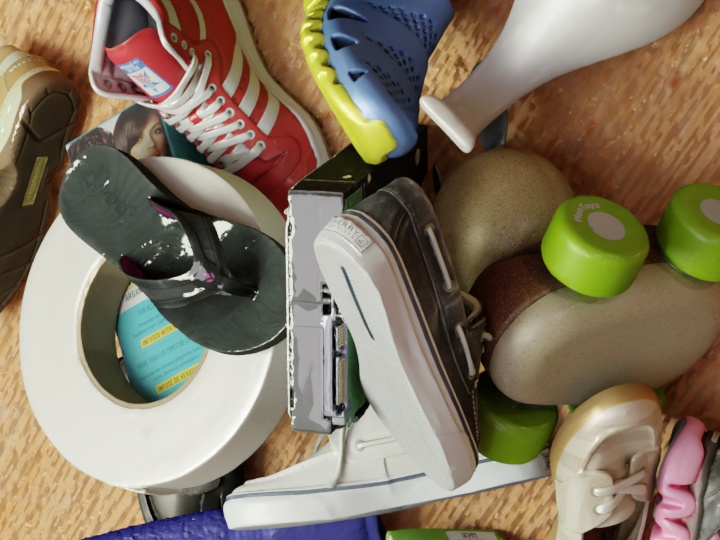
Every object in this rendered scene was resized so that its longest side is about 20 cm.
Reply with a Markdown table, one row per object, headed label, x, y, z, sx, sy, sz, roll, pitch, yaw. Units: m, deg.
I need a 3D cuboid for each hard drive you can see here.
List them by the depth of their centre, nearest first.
| label | x | y | z | sx | sy | sz | roll | pitch | yaw |
| --- | --- | --- | --- | --- | --- | --- | --- | --- | --- |
| hard drive | 0.000 | 0.000 | 1.347 | 0.038 | 0.200 | 0.140 | 3 | 106 | 14 |

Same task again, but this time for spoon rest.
| label | x | y | z | sx | sy | sz | roll | pitch | yaw |
| --- | --- | --- | --- | --- | --- | --- | --- | --- | --- |
| spoon rest | 0.113 | -0.143 | 1.292 | 0.200 | 0.061 | 0.099 | -43 | 88 | -8 |

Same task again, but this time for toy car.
| label | x | y | z | sx | sy | sz | roll | pitch | yaw |
| --- | --- | --- | --- | --- | --- | --- | --- | --- | --- |
| toy car | 0.104 | -0.020 | 1.343 | 0.200 | 0.157 | 0.165 | 57 | 139 | 34 |

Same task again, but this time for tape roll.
| label | x | y | z | sx | sy | sz | roll | pitch | yaw |
| --- | --- | --- | --- | --- | --- | --- | --- | --- | --- |
| tape roll | -0.121 | 0.033 | 1.405 | 0.202 | 0.037 | 0.204 | -5 | 80 | 33 |

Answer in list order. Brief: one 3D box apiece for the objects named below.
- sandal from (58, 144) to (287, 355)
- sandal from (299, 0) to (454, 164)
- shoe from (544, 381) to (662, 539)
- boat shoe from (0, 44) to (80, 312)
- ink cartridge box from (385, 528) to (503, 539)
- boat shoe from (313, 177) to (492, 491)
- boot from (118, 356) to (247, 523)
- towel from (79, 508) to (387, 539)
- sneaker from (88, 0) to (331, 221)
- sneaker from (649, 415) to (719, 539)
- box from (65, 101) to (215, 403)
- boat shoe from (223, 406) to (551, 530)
| label | x | y | z | sx | sy | sz | roll | pitch | yaw |
| --- | --- | --- | --- | --- | --- | --- | --- | --- | --- |
| sandal | -0.115 | -0.011 | 1.356 | 0.200 | 0.048 | 0.076 | 31 | 99 | 34 |
| sandal | 0.014 | -0.139 | 1.332 | 0.087 | 0.200 | 0.080 | -21 | 129 | 12 |
| shoe | 0.145 | 0.135 | 1.341 | 0.053 | 0.070 | 0.200 | 59 | 159 | 32 |
| boat shoe | -0.250 | -0.057 | 1.564 | 0.076 | 0.072 | 0.201 | 38 | 112 | 33 |
| ink cartridge box | 0.059 | 0.253 | 1.374 | 0.075 | 0.200 | 0.148 | 2 | 102 | -7 |
| boat shoe | 0.039 | 0.037 | 1.247 | 0.072 | 0.071 | 0.200 | 34 | 154 | 41 |
| boot | -0.076 | 0.094 | 1.495 | 0.174 | 0.069 | 0.200 | -36 | 83 | 32 |
| towel | -0.073 | 0.217 | 1.484 | 0.199 | 0.050 | 0.148 | -12 | 102 | -1 |
| sneaker | -0.095 | -0.099 | 1.428 | 0.071 | 0.112 | 0.200 | -32 | 86 | 32 |
| sneaker | 0.213 | 0.186 | 1.358 | 0.095 | 0.079 | 0.201 | 8 | 112 | 8 |
| box | -0.119 | -0.005 | 1.463 | 0.082 | 0.049 | 0.201 | -28 | 68 | 28 |
| boat shoe | 0.011 | 0.103 | 1.413 | 0.201 | 0.075 | 0.086 | -12 | 82 | 2 |
